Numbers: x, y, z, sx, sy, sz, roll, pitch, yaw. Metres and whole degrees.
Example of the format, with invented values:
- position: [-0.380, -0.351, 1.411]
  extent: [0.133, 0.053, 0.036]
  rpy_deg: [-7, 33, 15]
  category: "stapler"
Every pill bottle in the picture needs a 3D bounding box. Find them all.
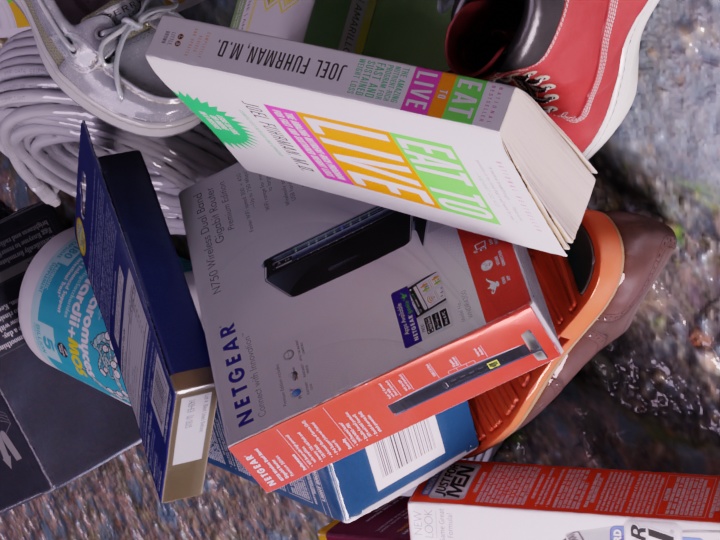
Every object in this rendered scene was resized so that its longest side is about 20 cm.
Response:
- position: [-0.145, 0.042, 1.513]
  extent: [0.199, 0.110, 0.111]
  rpy_deg: [20, 129, 43]
  category: "pill bottle"

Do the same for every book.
- position: [0.006, -0.074, 1.085]
  extent: [0.199, 0.048, 0.134]
  rpy_deg: [14, 165, 27]
  category: "book"

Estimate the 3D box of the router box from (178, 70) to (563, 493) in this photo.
- position: [0.000, 0.000, 1.176]
  extent: [0.049, 0.179, 0.201]
  rpy_deg: [54, -166, -44]
  category: "router box"

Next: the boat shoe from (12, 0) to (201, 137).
- position: [-0.157, -0.161, 1.242]
  extent: [0.202, 0.074, 0.065]
  rpy_deg: [53, 150, 21]
  category: "boat shoe"

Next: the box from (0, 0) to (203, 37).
- position: [-0.158, -0.219, 1.353]
  extent: [0.199, 0.101, 0.113]
  rpy_deg: [2, 115, 51]
  category: "box"

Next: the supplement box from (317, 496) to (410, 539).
- position: [0.077, 0.200, 1.363]
  extent: [0.199, 0.085, 0.111]
  rpy_deg: [-5, 110, 53]
  category: "supplement box"

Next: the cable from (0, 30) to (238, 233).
- position: [-0.143, -0.085, 1.366]
  extent: [0.199, 0.070, 0.200]
  rpy_deg: [12, 162, 22]
  category: "cable"

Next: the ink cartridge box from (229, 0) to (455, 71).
- position: [-0.004, -0.158, 1.172]
  extent: [0.048, 0.146, 0.200]
  rpy_deg: [25, 158, -26]
  category: "ink cartridge box"

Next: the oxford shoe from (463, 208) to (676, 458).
- position: [0.109, 0.041, 1.204]
  extent: [0.200, 0.072, 0.071]
  rpy_deg: [-53, 51, 44]
  category: "oxford shoe"

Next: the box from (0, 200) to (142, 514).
- position: [-0.279, 0.078, 1.670]
  extent: [0.196, 0.117, 0.201]
  rpy_deg: [-26, 92, 55]
  category: "box"

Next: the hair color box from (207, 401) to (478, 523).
- position: [-0.030, 0.080, 1.264]
  extent: [0.200, 0.100, 0.061]
  rpy_deg: [16, 127, 56]
  category: "hair color box"

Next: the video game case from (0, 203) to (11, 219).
- position: [-0.266, 0.030, 1.739]
  extent: [0.200, 0.019, 0.143]
  rpy_deg: [37, 139, 29]
  category: "video game case"

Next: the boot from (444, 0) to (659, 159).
- position: [0.082, -0.103, 1.093]
  extent: [0.072, 0.144, 0.201]
  rpy_deg: [43, 143, 20]
  category: "boot"

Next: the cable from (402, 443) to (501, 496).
- position: [0.012, 0.050, 1.354]
  extent: [0.200, 0.069, 0.200]
  rpy_deg: [51, 144, 14]
  category: "cable"

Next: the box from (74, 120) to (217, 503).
- position: [-0.127, 0.019, 1.251]
  extent: [0.121, 0.032, 0.201]
  rpy_deg: [104, 149, -54]
  category: "box"

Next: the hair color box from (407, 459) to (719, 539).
- position: [0.132, 0.173, 1.205]
  extent: [0.199, 0.064, 0.112]
  rpy_deg: [2, 111, 18]
  category: "hair color box"
